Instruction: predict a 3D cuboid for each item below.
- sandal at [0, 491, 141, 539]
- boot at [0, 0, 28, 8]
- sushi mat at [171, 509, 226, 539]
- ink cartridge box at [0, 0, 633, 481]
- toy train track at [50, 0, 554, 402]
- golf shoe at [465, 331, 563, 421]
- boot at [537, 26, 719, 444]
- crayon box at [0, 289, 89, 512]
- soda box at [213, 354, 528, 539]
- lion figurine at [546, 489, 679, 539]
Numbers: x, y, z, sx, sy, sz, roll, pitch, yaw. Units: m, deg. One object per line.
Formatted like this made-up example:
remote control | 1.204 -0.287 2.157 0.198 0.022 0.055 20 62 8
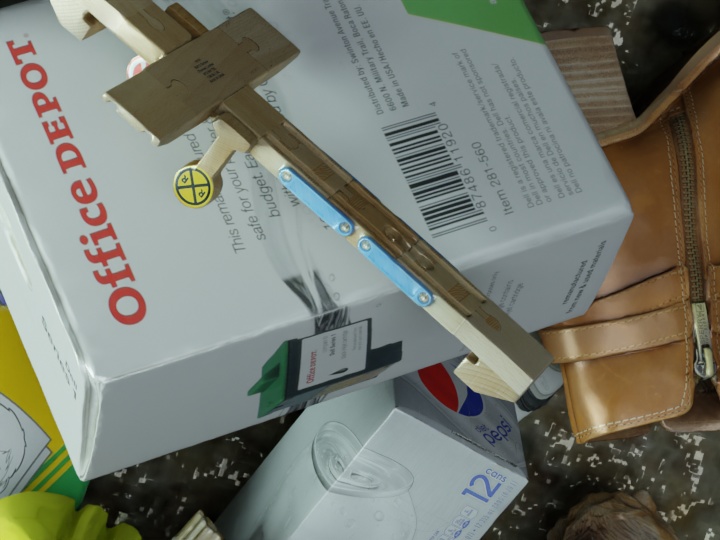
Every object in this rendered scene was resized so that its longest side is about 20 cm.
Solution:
sandal | -0.077 0.168 0.985 0.087 0.079 0.200 -36 91 22
boot | -0.190 -0.165 0.991 0.199 0.077 0.139 4 100 -17
sushi mat | -0.094 0.193 1.054 0.096 0.012 0.200 44 99 4
ink cartridge box | -0.030 -0.033 0.974 0.199 0.084 0.147 -17 66 -18
toy train track | -0.025 -0.025 0.900 0.200 0.115 0.033 41 117 5
golf shoe | 0.000 0.000 1.087 0.199 0.073 0.092 29 98 -21
boot | 0.146 -0.020 1.075 0.199 0.077 0.156 -8 77 -27
crayon box | -0.183 0.026 1.002 0.199 0.058 0.173 29 69 -30
soda box | -0.020 0.116 1.087 0.063 0.068 0.200 29 116 -20
lion figurine | 0.059 0.183 1.154 0.200 0.072 0.123 -35 121 -8
